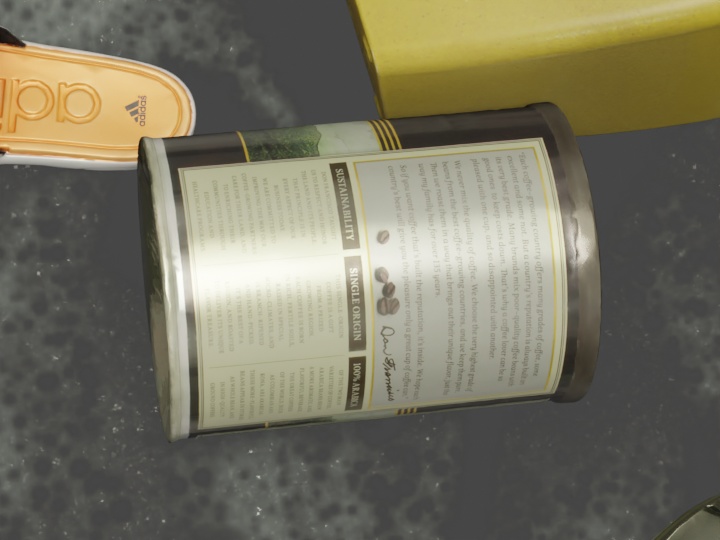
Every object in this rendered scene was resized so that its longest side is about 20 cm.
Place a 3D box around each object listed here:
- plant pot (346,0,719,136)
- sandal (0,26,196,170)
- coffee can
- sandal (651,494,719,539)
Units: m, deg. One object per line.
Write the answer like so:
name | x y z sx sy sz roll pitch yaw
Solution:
plant pot | 0.075 -0.167 1.073 0.176 0.200 0.200 -17 79 -1
sandal | -0.184 -0.092 1.078 0.206 0.059 0.079 1 76 -8
coffee can | 0.000 0.000 1.036 0.200 0.146 0.147 -5 77 -9
sandal | 0.148 0.171 1.065 0.201 0.057 0.080 -32 88 1
